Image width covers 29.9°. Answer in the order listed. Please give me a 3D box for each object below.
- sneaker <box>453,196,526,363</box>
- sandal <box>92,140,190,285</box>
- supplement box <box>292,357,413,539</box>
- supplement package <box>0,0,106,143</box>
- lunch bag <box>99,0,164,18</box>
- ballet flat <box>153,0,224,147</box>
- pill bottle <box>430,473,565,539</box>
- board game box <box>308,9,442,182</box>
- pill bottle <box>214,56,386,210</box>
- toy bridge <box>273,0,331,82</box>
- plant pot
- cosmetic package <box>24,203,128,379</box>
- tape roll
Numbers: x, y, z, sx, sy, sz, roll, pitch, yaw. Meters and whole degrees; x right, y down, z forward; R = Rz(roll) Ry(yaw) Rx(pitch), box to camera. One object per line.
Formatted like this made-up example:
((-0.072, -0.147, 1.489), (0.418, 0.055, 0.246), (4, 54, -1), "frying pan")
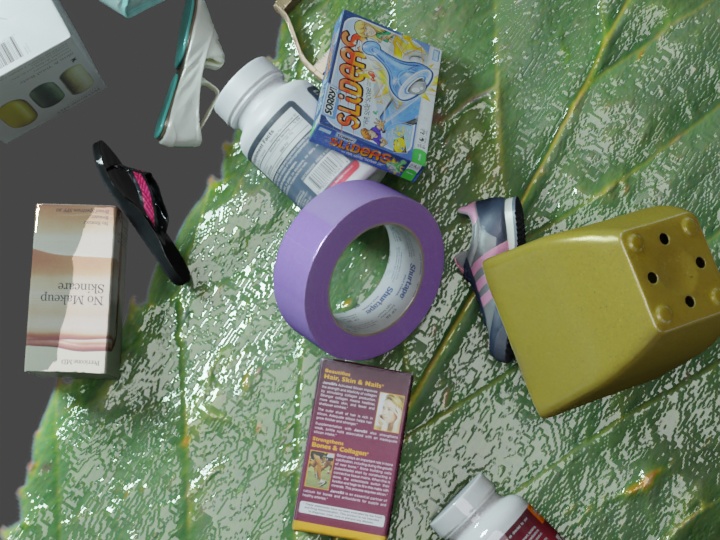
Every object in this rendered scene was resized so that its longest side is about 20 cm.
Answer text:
((0.153, 0.012, 1.613), (0.082, 0.070, 0.200), (-1, 78, 18), "sneaker")
((-0.254, -0.076, 1.622), (0.045, 0.075, 0.200), (-34, 90, 12), "sandal")
((-0.007, 0.210, 1.567), (0.110, 0.086, 0.200), (9, 82, 3), "supplement box")
((-0.416, -0.270, 1.590), (0.152, 0.200, 0.151), (-30, 82, -3), "supplement package")
((-0.270, -0.410, 1.633), (0.170, 0.122, 0.200), (32, 44, 20), "lunch bag")
((-0.202, -0.241, 1.656), (0.069, 0.069, 0.200), (10, 77, 3), "ballet flat")
((0.179, 0.331, 1.531), (0.113, 0.113, 0.200), (-45, 84, -6), "pill bottle")
((0.021, -0.209, 1.592), (0.135, 0.034, 0.200), (20, 50, -13), "board game box")
((-0.073, -0.156, 1.608), (0.200, 0.120, 0.120), (44, 84, 7), "pill bottle")
((-0.033, -0.265, 1.671), (0.200, 0.027, 0.067), (42, 87, 7), "toy bridge")
((0.292, 0.030, 1.499), (0.194, 0.200, 0.196), (-15, 81, -30), "plant pot")
((-0.336, 0.027, 1.600), (0.103, 0.087, 0.200), (0, 81, 0), "cosmetic package")
((0.000, 0.000, 1.546), (0.200, 0.200, 0.066), (-52, 43, -6), "tape roll")
